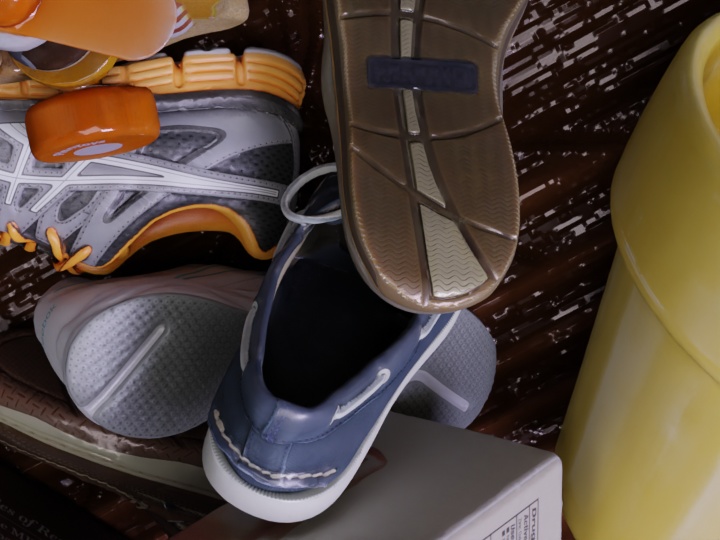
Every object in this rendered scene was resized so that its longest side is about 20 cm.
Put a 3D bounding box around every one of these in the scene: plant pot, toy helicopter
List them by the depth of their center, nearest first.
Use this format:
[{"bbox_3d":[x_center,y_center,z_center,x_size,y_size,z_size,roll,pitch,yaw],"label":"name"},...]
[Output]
[{"bbox_3d":[-0.067,-0.094,0.636,0.199,0.132,0.079,-15,83,31],"label":"toy helicopter"},{"bbox_3d":[0.169,0.034,0.761,0.199,0.201,0.190,18,126,-10],"label":"plant pot"}]

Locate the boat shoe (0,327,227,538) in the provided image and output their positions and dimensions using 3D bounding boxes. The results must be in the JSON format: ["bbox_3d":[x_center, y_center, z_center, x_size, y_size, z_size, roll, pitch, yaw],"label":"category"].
[{"bbox_3d":[-0.068,0.086,0.825,0.201,0.075,0.075,17,119,-9],"label":"boat shoe"}]

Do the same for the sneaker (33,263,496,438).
[{"bbox_3d":[-0.035,0.026,0.801,0.199,0.080,0.071,8,103,-32],"label":"sneaker"}]

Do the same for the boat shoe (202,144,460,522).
[{"bbox_3d":[0.000,0.000,0.727,0.075,0.200,0.062,28,136,7],"label":"boat shoe"}]

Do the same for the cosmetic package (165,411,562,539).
[{"bbox_3d":[-0.015,0.134,0.708,0.087,0.200,0.104,13,112,33],"label":"cosmetic package"}]

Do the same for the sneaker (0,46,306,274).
[{"bbox_3d":[-0.116,-0.034,0.757,0.198,0.078,0.078,-7,84,0],"label":"sneaker"}]

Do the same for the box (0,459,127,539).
[{"bbox_3d":[-0.159,0.202,0.797,0.164,0.200,0.166,34,106,-16],"label":"box"}]

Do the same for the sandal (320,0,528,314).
[{"bbox_3d":[0.021,-0.070,0.723,0.080,0.201,0.054,7,153,-10],"label":"sandal"}]
